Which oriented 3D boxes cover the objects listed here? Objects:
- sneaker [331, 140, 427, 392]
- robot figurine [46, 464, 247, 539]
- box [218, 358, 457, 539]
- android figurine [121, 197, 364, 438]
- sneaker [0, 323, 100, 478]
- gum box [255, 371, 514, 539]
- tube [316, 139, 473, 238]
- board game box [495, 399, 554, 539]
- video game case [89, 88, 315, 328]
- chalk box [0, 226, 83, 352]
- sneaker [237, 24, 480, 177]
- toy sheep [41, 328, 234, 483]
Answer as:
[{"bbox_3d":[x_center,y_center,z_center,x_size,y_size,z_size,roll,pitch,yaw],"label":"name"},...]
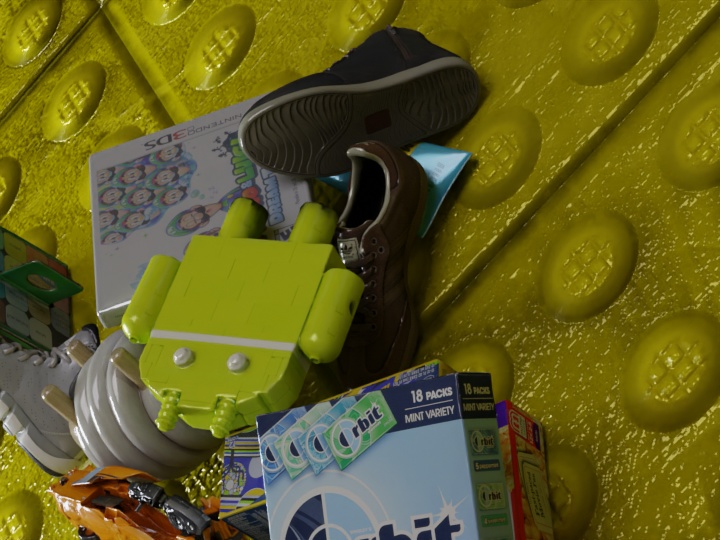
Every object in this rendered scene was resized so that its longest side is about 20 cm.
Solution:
[{"bbox_3d":[0.000,0.000,1.585,0.070,0.075,0.201,-6,71,36],"label":"sneaker"},{"bbox_3d":[-0.149,0.206,1.579,0.199,0.146,0.058,7,37,46],"label":"robot figurine"},{"bbox_3d":[-0.005,0.130,1.459,0.199,0.064,0.070,-22,50,34],"label":"box"},{"bbox_3d":[-0.088,0.035,1.522,0.181,0.041,0.201,6,57,28],"label":"android figurine"},{"bbox_3d":[-0.280,0.069,1.769,0.115,0.200,0.075,-43,11,1],"label":"sneaker"},{"bbox_3d":[0.020,0.179,1.359,0.169,0.044,0.201,-15,79,37],"label":"gum box"},{"bbox_3d":[0.004,-0.087,1.687,0.199,0.050,0.078,25,85,44],"label":"tube"},{"bbox_3d":[0.061,0.208,1.427,0.151,0.046,0.201,-29,47,29],"label":"board game box"},{"bbox_3d":[-0.126,-0.054,1.663,0.181,0.024,0.201,-18,42,6],"label":"video game case"},{"bbox_3d":[-0.339,0.041,1.875,0.199,0.124,0.124,-32,46,24],"label":"chalk box"},{"bbox_3d":[-0.014,-0.135,1.664,0.199,0.075,0.106,-15,29,-18],"label":"sneaker"},{"bbox_3d":[-0.162,0.100,1.653,0.199,0.137,0.139,-24,49,44],"label":"toy sheep"}]
